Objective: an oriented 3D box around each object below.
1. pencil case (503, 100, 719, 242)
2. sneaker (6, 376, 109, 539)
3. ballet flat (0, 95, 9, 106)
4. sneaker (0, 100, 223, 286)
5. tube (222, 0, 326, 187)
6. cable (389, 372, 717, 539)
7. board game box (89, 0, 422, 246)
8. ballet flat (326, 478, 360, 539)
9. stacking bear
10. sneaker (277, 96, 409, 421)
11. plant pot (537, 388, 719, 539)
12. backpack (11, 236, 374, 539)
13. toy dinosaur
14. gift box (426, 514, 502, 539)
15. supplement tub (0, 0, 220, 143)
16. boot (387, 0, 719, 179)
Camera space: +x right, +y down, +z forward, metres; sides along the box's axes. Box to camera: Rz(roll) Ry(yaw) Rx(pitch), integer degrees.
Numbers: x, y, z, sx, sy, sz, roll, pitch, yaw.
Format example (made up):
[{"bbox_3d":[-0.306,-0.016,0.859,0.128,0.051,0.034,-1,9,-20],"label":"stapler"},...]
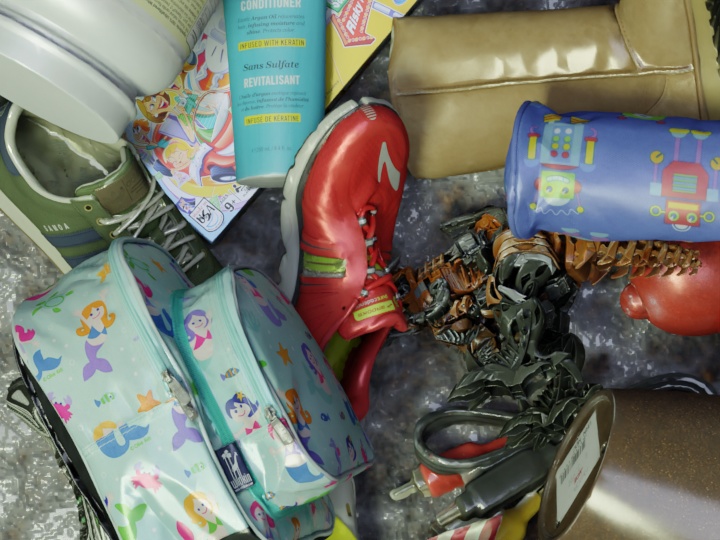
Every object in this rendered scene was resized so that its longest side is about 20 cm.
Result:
[{"bbox_3d":[0.180,-0.050,1.583,0.199,0.087,0.078,4,101,9],"label":"pencil case"},{"bbox_3d":[-0.142,0.143,1.669,0.085,0.078,0.200,-39,88,1],"label":"sneaker"},{"bbox_3d":[-0.206,-0.161,1.689,0.066,0.057,0.200,35,90,4],"label":"ballet flat"},{"bbox_3d":[-0.140,-0.028,1.652,0.200,0.090,0.067,40,62,9],"label":"sneaker"},{"bbox_3d":[-0.049,-0.149,1.658,0.077,0.050,0.201,-3,84,3],"label":"tube"},{"bbox_3d":[0.111,0.104,1.692,0.200,0.050,0.097,-27,71,-11],"label":"cable"},{"bbox_3d":[-0.073,-0.133,1.696,0.134,0.034,0.200,40,90,3],"label":"board game box"},{"bbox_3d":[-0.044,0.125,1.678,0.067,0.067,0.200,-41,86,-21],"label":"ballet flat"},{"bbox_3d":[0.252,0.019,1.649,0.199,0.114,0.122,17,89,7],"label":"stacking bear"},{"bbox_3d":[0.000,0.000,1.627,0.077,0.085,0.200,-7,120,-35],"label":"sneaker"},{"bbox_3d":[0.206,0.145,1.584,0.200,0.187,0.187,23,89,-10],"label":"plant pot"},{"bbox_3d":[-0.094,0.075,1.561,0.150,0.178,0.200,-37,83,9],"label":"backpack"},{"bbox_3d":[0.090,0.018,1.636,0.102,0.200,0.136,20,56,-37],"label":"toy dinosaur"},{"bbox_3d":[0.086,0.254,1.591,0.184,0.187,0.200,25,92,-17],"label":"gift box"},{"bbox_3d":[-0.139,-0.186,1.585,0.145,0.145,0.200,28,80,2],"label":"supplement tub"},{"bbox_3d":[0.109,-0.142,1.631,0.199,0.066,0.176,-4,104,22],"label":"boot"}]
